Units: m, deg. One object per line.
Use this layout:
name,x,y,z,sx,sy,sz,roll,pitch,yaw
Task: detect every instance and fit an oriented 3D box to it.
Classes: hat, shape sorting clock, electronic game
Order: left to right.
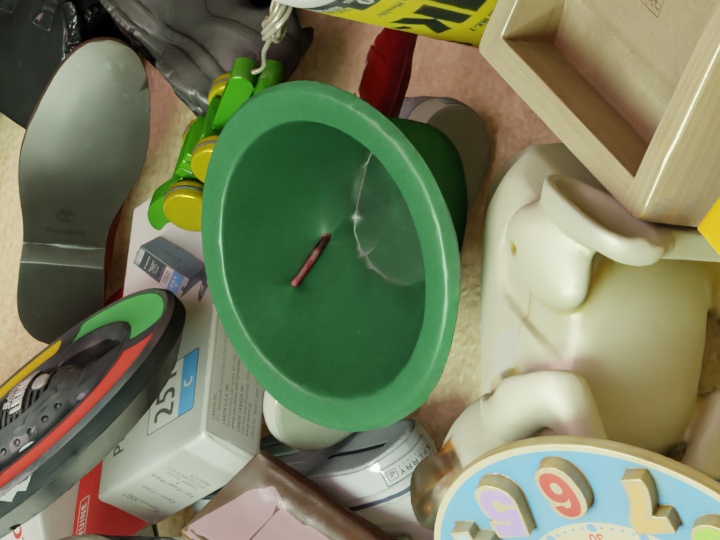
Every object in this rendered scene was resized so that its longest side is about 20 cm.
electronic game,-0.172,0.080,1.574,0.200,0.200,0.042,-26,110,42
hat,0.034,-0.038,1.497,0.165,0.176,0.201,17,115,36
shape sorting clock,0.124,0.154,1.355,0.200,0.200,0.039,-19,31,44

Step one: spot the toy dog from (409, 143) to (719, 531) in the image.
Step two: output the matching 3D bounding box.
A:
toy dog,0.095,0.051,1.414,0.194,0.139,0.201,30,110,40

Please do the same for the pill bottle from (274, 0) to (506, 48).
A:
pill bottle,0.043,-0.170,1.454,0.114,0.199,0.115,-9,77,47

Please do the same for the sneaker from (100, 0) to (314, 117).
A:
sneaker,-0.085,-0.145,1.693,0.091,0.076,0.200,-45,40,1

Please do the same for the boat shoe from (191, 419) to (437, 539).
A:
boat shoe,-0.021,0.128,1.579,0.200,0.073,0.067,-10,115,58

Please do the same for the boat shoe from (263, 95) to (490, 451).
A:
boat shoe,0.000,-0.001,1.563,0.071,0.070,0.201,19,80,56

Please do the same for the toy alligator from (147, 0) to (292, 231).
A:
toy alligator,-0.056,-0.074,1.567,0.200,0.054,0.059,126,162,-47

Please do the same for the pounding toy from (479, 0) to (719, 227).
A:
pounding toy,0.188,-0.134,1.361,0.184,0.142,0.201,51,127,45

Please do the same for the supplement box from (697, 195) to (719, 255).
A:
supplement box,0.259,-0.054,1.271,0.200,0.109,0.109,-57,48,26

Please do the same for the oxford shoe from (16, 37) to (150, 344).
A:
oxford shoe,-0.166,-0.057,1.740,0.071,0.071,0.201,-87,11,-58

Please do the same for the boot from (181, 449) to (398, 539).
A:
boot,-0.013,0.208,1.503,0.199,0.064,0.187,23,98,19

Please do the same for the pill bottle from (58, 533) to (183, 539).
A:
pill bottle,-0.116,0.197,1.576,0.113,0.199,0.114,-7,81,47

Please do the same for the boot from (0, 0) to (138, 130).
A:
boot,-0.215,-0.107,1.823,0.162,0.073,0.199,27,115,35

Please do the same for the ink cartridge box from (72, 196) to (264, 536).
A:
ink cartridge box,-0.118,0.051,1.664,0.176,0.045,0.201,-33,40,39

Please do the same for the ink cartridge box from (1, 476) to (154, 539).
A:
ink cartridge box,-0.217,0.178,1.775,0.200,0.086,0.147,-36,60,40
